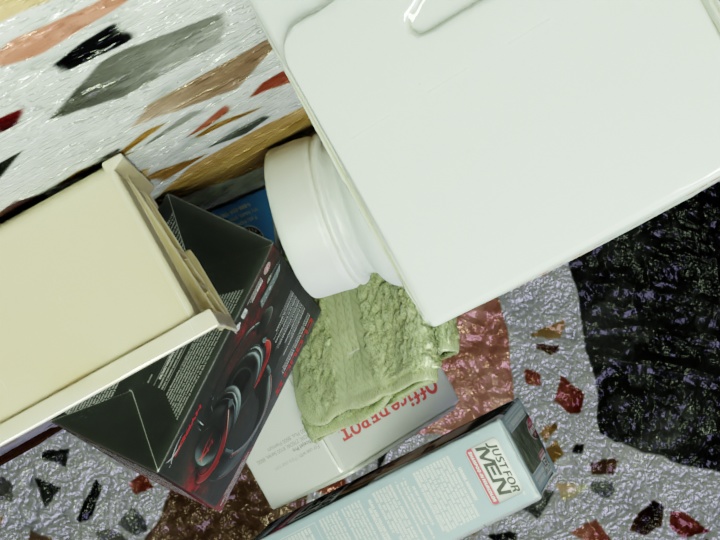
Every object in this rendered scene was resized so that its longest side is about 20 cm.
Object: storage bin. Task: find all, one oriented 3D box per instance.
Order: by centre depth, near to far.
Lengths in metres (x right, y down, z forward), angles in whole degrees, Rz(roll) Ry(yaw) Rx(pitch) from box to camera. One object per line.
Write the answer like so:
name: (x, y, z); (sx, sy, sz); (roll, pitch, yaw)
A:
storage bin: (-0.173, 0.038, 1.033); (0.200, 0.094, 0.199); (-30, 177, -2)

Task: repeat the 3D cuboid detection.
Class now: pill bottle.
pill bottle: (0.052, -0.057, 1.229); (0.200, 0.113, 0.113); (-18, 180, 11)

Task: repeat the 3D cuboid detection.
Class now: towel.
towel: (0.000, 0.000, 1.342); (0.036, 0.200, 0.148); (14, 149, -35)

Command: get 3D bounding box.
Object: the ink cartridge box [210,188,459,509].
ink cartridge box: (-0.042, 0.045, 1.453); (0.084, 0.200, 0.145); (-32, 176, 41)

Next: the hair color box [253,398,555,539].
hair color box: (0.026, 0.162, 1.400); (0.200, 0.061, 0.099); (-27, 179, 12)

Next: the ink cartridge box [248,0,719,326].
ink cartridge box: (0.082, -0.089, 0.742); (0.145, 0.145, 0.200); (-30, 177, 28)

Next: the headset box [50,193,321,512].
headset box: (-0.098, 0.057, 1.259); (0.149, 0.075, 0.200); (-63, 167, -9)
